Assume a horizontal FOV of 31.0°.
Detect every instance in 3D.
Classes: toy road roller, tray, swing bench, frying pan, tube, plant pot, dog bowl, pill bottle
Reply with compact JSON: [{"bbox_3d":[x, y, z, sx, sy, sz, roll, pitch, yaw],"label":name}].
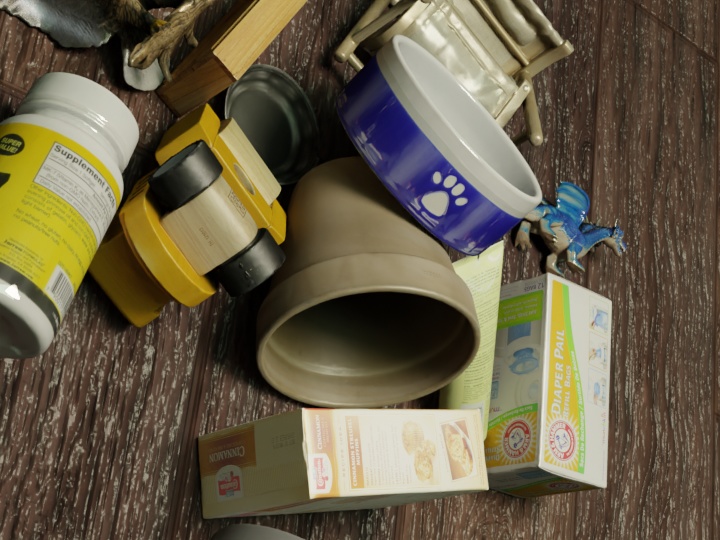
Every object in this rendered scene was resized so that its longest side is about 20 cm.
[{"bbox_3d":[-0.151,-0.040,1.093,0.124,0.145,0.200,55,13,-17],"label":"toy road roller"},{"bbox_3d":[-0.099,-0.228,1.188,0.037,0.098,0.201,48,51,-17],"label":"tray"},{"bbox_3d":[0.103,-0.230,1.348,0.199,0.129,0.201,47,38,-20],"label":"swing bench"},{"bbox_3d":[-0.058,-0.128,1.241,0.189,0.031,0.117,16,67,-41],"label":"frying pan"},{"bbox_3d":[0.105,0.072,1.246,0.058,0.051,0.203,-83,176,-63],"label":"tube"},{"bbox_3d":[0.000,0.000,1.165,0.198,0.199,0.175,21,48,-35],"label":"plant pot"},{"bbox_3d":[0.072,-0.113,1.177,0.200,0.079,0.201,42,19,-18],"label":"dog bowl"},{"bbox_3d":[-0.250,-0.045,0.990,0.114,0.114,0.202,38,55,-27],"label":"pill bottle"}]

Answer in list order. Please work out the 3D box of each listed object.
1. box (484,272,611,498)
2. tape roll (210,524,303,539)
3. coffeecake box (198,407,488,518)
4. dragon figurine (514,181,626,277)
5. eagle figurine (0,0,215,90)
[{"bbox_3d":[0.182,0.121,1.326,0.101,0.112,0.203,21,66,-35],"label":"box"},{"bbox_3d":[-0.049,0.287,1.001,0.201,0.199,0.066,50,52,-18],"label":"tape roll"},{"bbox_3d":[-0.015,0.165,1.109,0.198,0.153,0.074,5,73,-40],"label":"coffeecake box"},{"bbox_3d":[0.219,-0.060,1.447,0.200,0.059,0.100,41,54,-26],"label":"dragon figurine"},{"bbox_3d":[-0.220,-0.259,1.094,0.199,0.152,0.152,33,7,8],"label":"eagle figurine"}]
